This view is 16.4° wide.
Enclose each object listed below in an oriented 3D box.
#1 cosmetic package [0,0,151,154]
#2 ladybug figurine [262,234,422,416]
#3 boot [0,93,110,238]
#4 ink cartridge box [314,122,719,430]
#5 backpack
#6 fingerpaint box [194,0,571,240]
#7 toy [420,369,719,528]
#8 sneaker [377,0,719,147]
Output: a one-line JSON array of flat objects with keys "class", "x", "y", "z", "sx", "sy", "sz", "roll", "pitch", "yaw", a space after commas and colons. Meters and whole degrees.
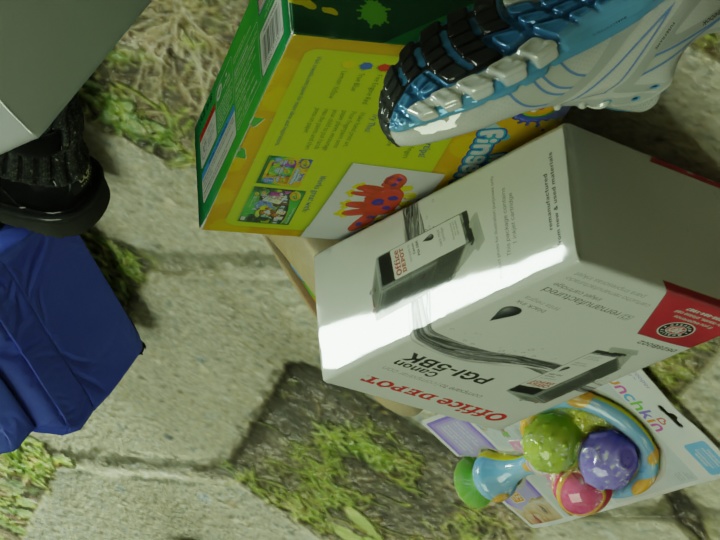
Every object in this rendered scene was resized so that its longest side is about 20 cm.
[{"class": "cosmetic package", "x": -0.215, "y": -0.156, "z": 1.404, "sx": 0.123, "sy": 0.199, "sz": 0.200, "roll": 47, "pitch": 145, "yaw": -18}, {"class": "ladybug figurine", "x": 0.000, "y": 0.000, "z": 1.510, "sx": 0.200, "sy": 0.072, "sz": 0.136, "roll": 58, "pitch": 174, "yaw": -34}, {"class": "boot", "x": -0.265, "y": -0.107, "z": 1.615, "sx": 0.211, "sy": 0.080, "sz": 0.158, "roll": 9, "pitch": 147, "yaw": 16}, {"class": "ink cartridge box", "x": 0.093, "y": 0.010, "z": 1.373, "sx": 0.147, "sy": 0.083, "sz": 0.200, "roll": 17, "pitch": 148, "yaw": -39}, {"class": "backpack", "x": -0.288, "y": 0.036, "z": 1.744, "sx": 0.200, "sy": 0.168, "sz": 0.163, "roll": 7, "pitch": 132, "yaw": 40}, {"class": "fingerpaint box", "x": 0.014, "y": -0.094, "z": 1.337, "sx": 0.167, "sy": 0.073, "sz": 0.200, "roll": 4, "pitch": 151, "yaw": -16}, {"class": "toy", "x": 0.131, "y": 0.124, "z": 1.601, "sx": 0.115, "sy": 0.047, "sz": 0.200, "roll": 44, "pitch": 146, "yaw": -18}, {"class": "sneaker", "x": 0.105, "y": -0.101, "z": 1.223, "sx": 0.087, "sy": 0.200, "sz": 0.075, "roll": 64, "pitch": 178, "yaw": -37}]
